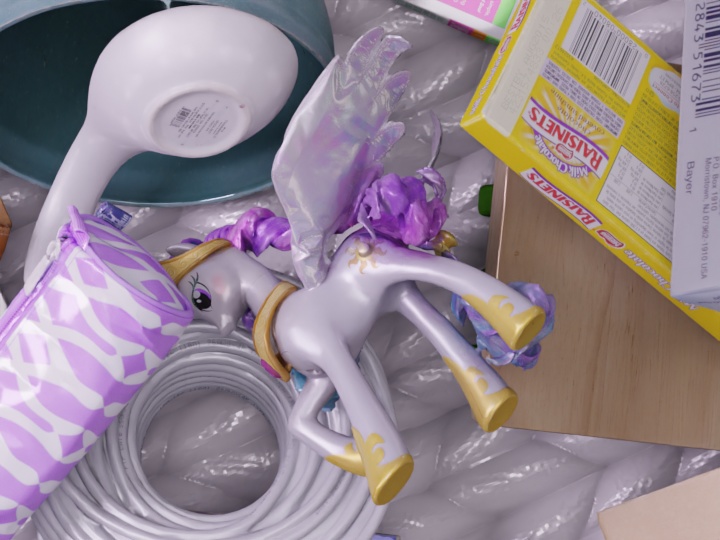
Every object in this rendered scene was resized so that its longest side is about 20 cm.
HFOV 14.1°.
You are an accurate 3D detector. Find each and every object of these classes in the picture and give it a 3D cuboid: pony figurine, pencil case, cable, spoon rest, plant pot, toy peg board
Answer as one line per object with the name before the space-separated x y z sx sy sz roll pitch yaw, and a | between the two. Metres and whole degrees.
pony figurine | 0.000 0.000 1.457 0.200 0.167 0.193 39 83 27
pencil case | -0.168 0.063 1.434 0.085 0.084 0.200 30 102 -43
cable | -0.080 0.093 1.524 0.200 0.069 0.200 -25 71 -16
spoon rest | -0.109 -0.067 1.463 0.099 0.200 0.061 18 43 -31
plant pot | -0.108 -0.140 1.513 0.200 0.200 0.135 2 60 -4
toy peg board | 0.149 -0.008 1.571 0.199 0.098 0.201 7 87 -19

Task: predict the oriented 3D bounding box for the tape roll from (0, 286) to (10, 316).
tape roll | -0.279 0.059 1.555 0.202 0.037 0.203 0 88 -3

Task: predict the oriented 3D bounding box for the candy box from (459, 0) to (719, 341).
candy box | 0.146 -0.055 1.481 0.200 0.026 0.102 39 61 -20

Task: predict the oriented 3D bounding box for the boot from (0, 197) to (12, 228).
boot | -0.281 0.002 1.522 0.200 0.068 0.189 -19 86 -15

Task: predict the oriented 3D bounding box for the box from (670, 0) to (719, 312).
box | 0.260 -0.059 1.478 0.200 0.105 0.185 15 74 -44

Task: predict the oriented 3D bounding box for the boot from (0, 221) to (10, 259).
boot | -0.272 0.023 1.447 0.074 0.200 0.155 27 98 41

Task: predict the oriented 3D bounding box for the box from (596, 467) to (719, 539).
box | 0.231 0.193 1.517 0.163 0.021 0.201 -22 80 19

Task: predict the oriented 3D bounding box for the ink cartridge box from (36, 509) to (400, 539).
ink cartridge box | -0.087 0.230 1.558 0.197 0.047 0.201 7 85 -2

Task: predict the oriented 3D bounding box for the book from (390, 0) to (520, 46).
book | 0.030 -0.213 1.584 0.200 0.048 0.134 24 88 -1
